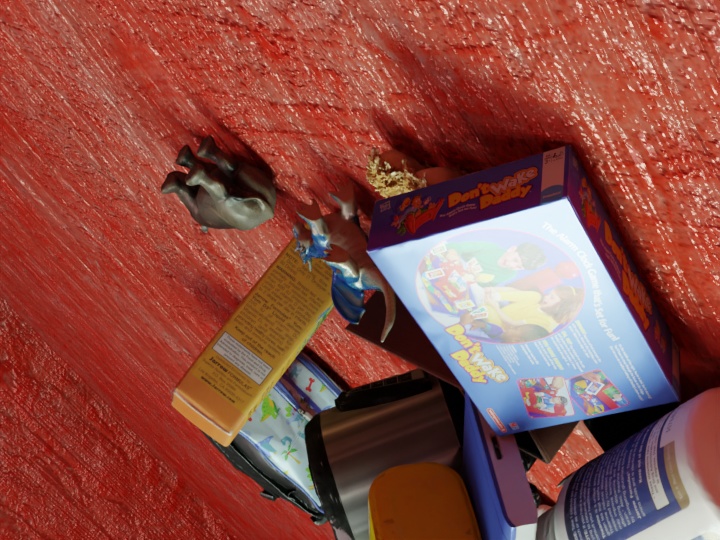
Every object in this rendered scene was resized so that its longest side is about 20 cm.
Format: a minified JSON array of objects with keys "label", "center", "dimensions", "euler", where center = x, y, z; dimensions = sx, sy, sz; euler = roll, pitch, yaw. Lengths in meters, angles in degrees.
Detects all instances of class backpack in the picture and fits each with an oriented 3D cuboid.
[{"label":"backpack","center":[-0.099,0.170,1.649],"dimensions":[0.200,0.147,0.183],"euler":[43,164,-23]}]

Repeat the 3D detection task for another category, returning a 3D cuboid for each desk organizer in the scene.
[{"label":"desk organizer","center":[0.088,0.070,1.131],"dimensions":[0.199,0.077,0.072],"euler":[25,157,41]}]

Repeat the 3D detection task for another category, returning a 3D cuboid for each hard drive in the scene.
[{"label":"hard drive","center":[0.100,0.190,1.054],"dimensions":[0.201,0.025,0.133],"euler":[87,172,-47]}]

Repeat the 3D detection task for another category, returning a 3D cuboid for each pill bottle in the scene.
[{"label":"pill bottle","center":[0.202,0.167,0.964],"dimensions":[0.111,0.111,0.200],"euler":[41,138,-4]}]

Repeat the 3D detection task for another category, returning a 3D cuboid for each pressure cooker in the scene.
[{"label":"pressure cooker","center":[0.066,0.179,1.256],"dimensions":[0.177,0.198,0.179],"euler":[-106,-6,-48]}]

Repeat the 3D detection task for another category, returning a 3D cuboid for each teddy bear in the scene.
[{"label":"teddy bear","center":[0.067,-0.006,1.009],"dimensions":[0.144,0.067,0.201],"euler":[30,160,36]}]

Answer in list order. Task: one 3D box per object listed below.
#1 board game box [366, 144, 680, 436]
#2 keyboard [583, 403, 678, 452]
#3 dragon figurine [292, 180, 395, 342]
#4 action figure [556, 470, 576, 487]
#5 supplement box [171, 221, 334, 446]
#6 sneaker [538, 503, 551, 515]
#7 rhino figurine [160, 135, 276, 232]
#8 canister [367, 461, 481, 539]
[{"label":"board game box","center":[0.109,0.021,0.909],"dimensions":[0.133,0.045,0.200],"euler":[-14,133,25]},{"label":"keyboard","center":[0.256,0.157,1.032],"dimensions":[0.104,0.040,0.201],"euler":[-23,111,41]},{"label":"dragon figurine","center":[0.000,0.000,1.118],"dimensions":[0.200,0.059,0.100],"euler":[51,168,41]},{"label":"action figure","center":[0.203,0.225,1.138],"dimensions":[0.130,0.200,0.069],"euler":[45,125,2]},{"label":"supplement box","center":[-0.079,0.051,1.228],"dimensions":[0.069,0.201,0.067],"euler":[35,162,2]},{"label":"sneaker","center":[0.127,0.241,1.469],"dimensions":[0.200,0.076,0.114],"euler":[41,160,-10]},{"label":"rhino figurine","center":[-0.133,-0.069,1.281],"dimensions":[0.087,0.060,0.200],"euler":[34,168,-17]},{"label":"canister","center":[0.051,0.265,1.104],"dimensions":[0.149,0.086,0.201],"euler":[-104,9,-45]}]
